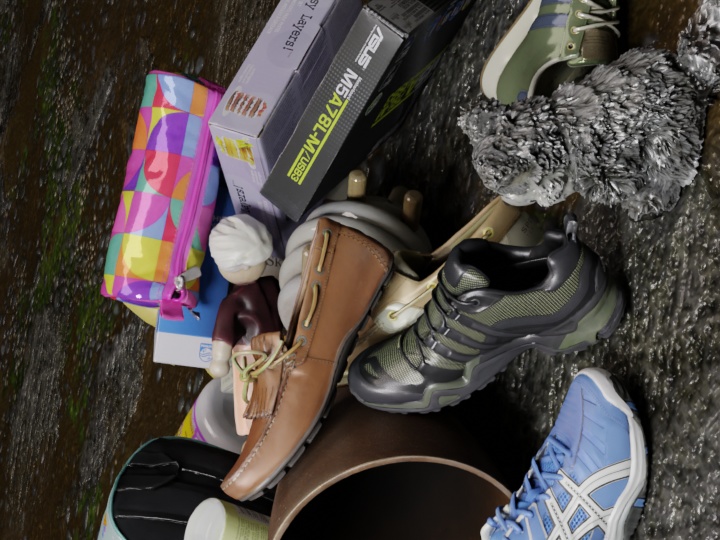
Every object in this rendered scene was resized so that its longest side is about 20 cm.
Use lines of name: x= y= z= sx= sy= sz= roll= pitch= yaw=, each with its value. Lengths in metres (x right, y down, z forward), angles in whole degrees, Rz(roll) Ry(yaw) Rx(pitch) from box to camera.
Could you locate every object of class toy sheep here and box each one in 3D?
toy sheep: x=0.000 y=0.000 z=1.206 sx=0.200 sy=0.138 sz=0.138 roll=-55 pitch=9 yaw=-36

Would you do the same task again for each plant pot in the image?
plant pot: x=0.016 y=0.157 z=1.094 sx=0.200 sy=0.186 sz=0.188 roll=-104 pitch=33 yaw=-62

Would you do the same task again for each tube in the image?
tube: x=-0.041 y=0.225 z=1.140 sx=0.052 sy=0.199 sz=0.058 roll=-11 pitch=61 yaw=49

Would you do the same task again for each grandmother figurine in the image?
grandmother figurine: x=-0.087 y=0.053 z=1.235 sx=0.060 sy=0.121 sz=0.201 roll=-1 pitch=108 yaw=24

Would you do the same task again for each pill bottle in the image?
pill bottle: x=-0.141 y=0.196 z=1.453 sx=0.200 sy=0.104 sz=0.105 roll=-57 pitch=34 yaw=39

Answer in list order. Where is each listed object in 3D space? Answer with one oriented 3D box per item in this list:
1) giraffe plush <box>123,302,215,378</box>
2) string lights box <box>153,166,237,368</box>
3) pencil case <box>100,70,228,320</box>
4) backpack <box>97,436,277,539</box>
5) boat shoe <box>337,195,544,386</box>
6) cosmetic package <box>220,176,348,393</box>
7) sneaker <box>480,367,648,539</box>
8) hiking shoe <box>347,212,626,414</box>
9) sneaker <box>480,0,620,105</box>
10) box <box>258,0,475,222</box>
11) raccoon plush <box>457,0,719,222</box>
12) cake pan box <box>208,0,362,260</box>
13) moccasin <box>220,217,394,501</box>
giraffe plush: x=-0.140 y=-0.003 z=1.493 sx=0.162 sy=0.172 sz=0.200 roll=-51 pitch=22 yaw=10
string lights box: x=-0.142 y=-0.016 z=1.320 sx=0.103 sy=0.059 sz=0.201 roll=159 pitch=118 yaw=-82
pencil case: x=-0.153 y=-0.061 z=1.228 sx=0.088 sy=0.088 sz=0.201 roll=2 pitch=82 yaw=64
backpack: x=-0.122 y=0.237 z=1.251 sx=0.176 sy=0.199 sz=0.154 roll=-71 pitch=7 yaw=-55
boat shoe: x=0.044 y=0.013 z=1.094 sx=0.200 sy=0.067 sz=0.074 roll=-33 pitch=13 yaw=16
cosmetic package: x=-0.067 y=0.010 z=1.371 sx=0.087 sy=0.103 sz=0.201 roll=-37 pitch=51 yaw=55
sneaker: x=0.125 y=0.159 z=0.960 sx=0.076 sy=0.077 sz=0.201 roll=18 pitch=96 yaw=65
hiking shoe: x=0.070 y=0.023 z=1.005 sx=0.199 sy=0.101 sz=0.076 roll=-24 pitch=32 yaw=16
sneaker: x=0.157 y=-0.174 z=1.036 sx=0.201 sy=0.067 sz=0.090 roll=-63 pitch=39 yaw=32
box: x=0.017 y=-0.155 z=1.194 sx=0.200 sy=0.047 sz=0.194 roll=-46 pitch=-11 yaw=-53
raccoon plush: x=0.148 y=-0.119 z=0.944 sx=0.201 sy=0.133 sz=0.097 roll=-69 pitch=27 yaw=22
cake pan box: x=-0.049 y=-0.138 z=1.271 sx=0.184 sy=0.052 sz=0.201 roll=81 pitch=-148 yaw=-60
moccasin: x=-0.048 y=0.060 z=1.028 sx=0.202 sy=0.077 sz=0.074 roll=-65 pitch=8 yaw=-5
